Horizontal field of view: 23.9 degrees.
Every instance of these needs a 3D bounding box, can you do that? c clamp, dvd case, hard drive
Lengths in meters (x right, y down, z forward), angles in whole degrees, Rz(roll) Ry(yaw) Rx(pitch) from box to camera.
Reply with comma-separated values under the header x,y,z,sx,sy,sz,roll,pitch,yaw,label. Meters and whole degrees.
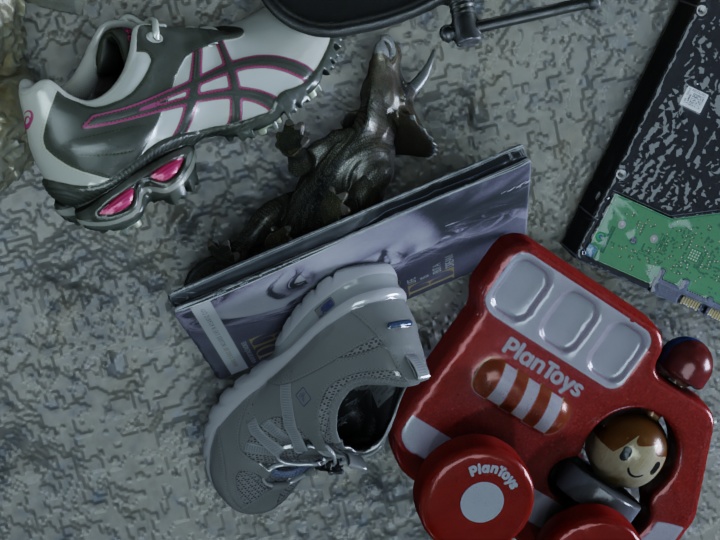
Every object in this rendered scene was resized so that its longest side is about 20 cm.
x,y,z,sx,sy,sz,roll,pitch,yaw,label
0.017,-0.205,0.906,0.171,0.027,0.200,-17,82,4,c clamp
0.000,0.000,0.940,0.200,0.149,0.016,-23,73,-3,dvd case
0.223,-0.074,1.005,0.140,0.038,0.200,22,99,-14,hard drive

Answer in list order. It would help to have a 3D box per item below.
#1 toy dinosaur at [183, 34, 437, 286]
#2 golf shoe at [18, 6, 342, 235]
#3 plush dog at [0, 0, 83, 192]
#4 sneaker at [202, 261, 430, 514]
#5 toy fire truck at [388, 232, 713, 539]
x,y,z,sx,sy,sz,roll,pitch,yaw,label
-0.022,-0.033,0.952,0.077,0.102,0.200,43,113,22,toy dinosaur
-0.088,-0.103,0.889,0.200,0.077,0.088,-42,120,-32,golf shoe
-0.242,-0.099,0.830,0.200,0.172,0.160,36,139,-17,plush dog
-0.028,0.086,0.945,0.075,0.082,0.200,-8,146,-35,sneaker
0.120,0.092,0.989,0.200,0.112,0.168,31,101,-17,toy fire truck
